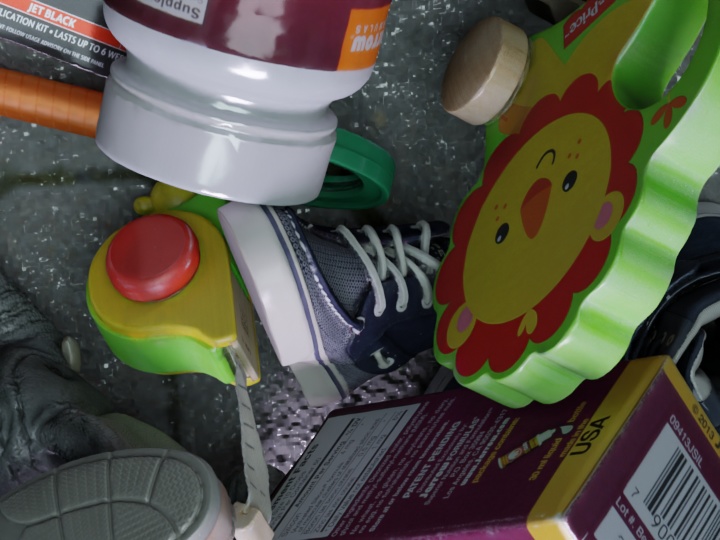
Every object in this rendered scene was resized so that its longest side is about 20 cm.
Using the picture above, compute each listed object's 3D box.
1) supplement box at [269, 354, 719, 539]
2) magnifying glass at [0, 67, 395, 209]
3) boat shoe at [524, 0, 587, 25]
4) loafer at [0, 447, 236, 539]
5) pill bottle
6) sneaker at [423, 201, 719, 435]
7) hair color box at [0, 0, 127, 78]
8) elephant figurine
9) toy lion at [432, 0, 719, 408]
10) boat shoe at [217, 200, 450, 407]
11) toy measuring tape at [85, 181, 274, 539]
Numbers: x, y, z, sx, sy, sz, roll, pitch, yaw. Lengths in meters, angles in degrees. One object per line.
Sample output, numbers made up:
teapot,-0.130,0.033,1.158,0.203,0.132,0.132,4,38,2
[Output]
supplement box,0.063,0.125,1.082,0.131,0.200,0.103,55,50,-20
magnifying glass,-0.083,-0.061,1.143,0.199,0.080,0.022,12,75,-4
boat shoe,0.066,-0.158,1.139,0.200,0.072,0.068,27,96,-26
loafer,-0.133,0.132,1.057,0.199,0.072,0.063,-24,137,16
pill bottle,-0.038,-0.135,1.036,0.114,0.114,0.201,11,106,-13
sneaker,0.110,0.059,1.168,0.202,0.146,0.077,-40,111,5
hair color box,-0.102,-0.188,1.099,0.101,0.061,0.201,19,102,-15
elephant figurine,-0.128,0.099,1.133,0.200,0.155,0.142,46,71,-30
toy lion,0.097,-0.047,1.045,0.069,0.192,0.200,26,133,-24
boat shoe,0.000,0.000,1.114,0.092,0.200,0.075,-24,77,0
toy measuring tape,-0.080,0.039,1.116,0.073,0.200,0.074,-5,142,-4
